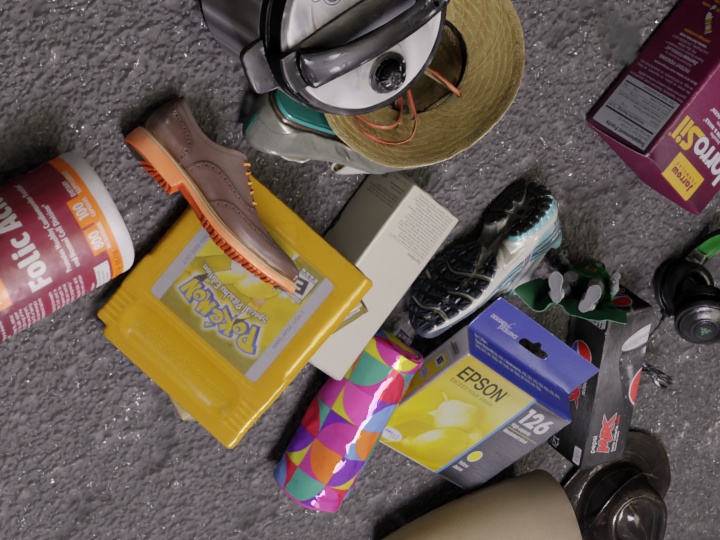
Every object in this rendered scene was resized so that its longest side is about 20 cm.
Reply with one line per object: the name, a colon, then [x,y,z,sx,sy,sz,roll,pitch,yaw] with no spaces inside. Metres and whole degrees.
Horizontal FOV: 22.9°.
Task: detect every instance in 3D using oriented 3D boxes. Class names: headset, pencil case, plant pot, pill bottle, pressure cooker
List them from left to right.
pill bottle: [-0.300,-0.005,1.484,0.199,0.114,0.115,-31,130,-18]
pressure cooker: [-0.023,-0.227,1.497,0.178,0.200,0.177,14,106,-37]
pencil case: [-0.012,0.145,1.803,0.088,0.088,0.201,21,102,-41]
plant pot: [0.122,0.327,1.958,0.198,0.188,0.189,-7,120,-17]
headset: [0.383,0.044,2.007,0.094,0.124,0.200,37,105,-26]

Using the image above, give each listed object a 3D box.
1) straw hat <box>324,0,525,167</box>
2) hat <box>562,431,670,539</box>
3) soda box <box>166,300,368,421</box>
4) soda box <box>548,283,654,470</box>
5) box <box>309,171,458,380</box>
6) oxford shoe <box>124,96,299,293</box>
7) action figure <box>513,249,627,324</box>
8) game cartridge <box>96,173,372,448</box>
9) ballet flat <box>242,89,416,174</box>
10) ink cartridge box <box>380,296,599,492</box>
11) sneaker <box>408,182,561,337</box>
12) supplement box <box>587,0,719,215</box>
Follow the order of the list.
straw hat: [0.054,-0.187,1.651,0.201,0.201,0.085,-50,172,-1]
hat: [0.322,0.296,2.134,0.199,0.081,0.202,-18,125,-28]
soda box: [-0.095,0.060,1.659,0.199,0.068,0.064,-32,172,1]
soda box: [0.270,0.120,2.007,0.070,0.063,0.201,-11,121,-31]
box: [0.000,0.000,1.737,0.200,0.068,0.082,-52,132,1]
oxford shoe: [-0.114,-0.065,1.565,0.073,0.071,0.200,-44,100,-11]
action figure: [0.235,0.014,1.873,0.200,0.117,0.055,-27,137,-75]
game cartridge: [-0.117,0.029,1.613,0.200,0.176,0.032,-49,174,-3]
ballet flat: [-0.026,-0.122,1.663,0.199,0.068,0.064,13,135,-39]
ink cartridge box: [0.132,0.138,1.885,0.200,0.047,0.197,-37,135,20]
sneaker: [0.138,0.007,1.837,0.200,0.078,0.086,-43,136,-8]
supplement box: [0.357,-0.183,1.867,0.200,0.103,0.131,-51,134,1]
